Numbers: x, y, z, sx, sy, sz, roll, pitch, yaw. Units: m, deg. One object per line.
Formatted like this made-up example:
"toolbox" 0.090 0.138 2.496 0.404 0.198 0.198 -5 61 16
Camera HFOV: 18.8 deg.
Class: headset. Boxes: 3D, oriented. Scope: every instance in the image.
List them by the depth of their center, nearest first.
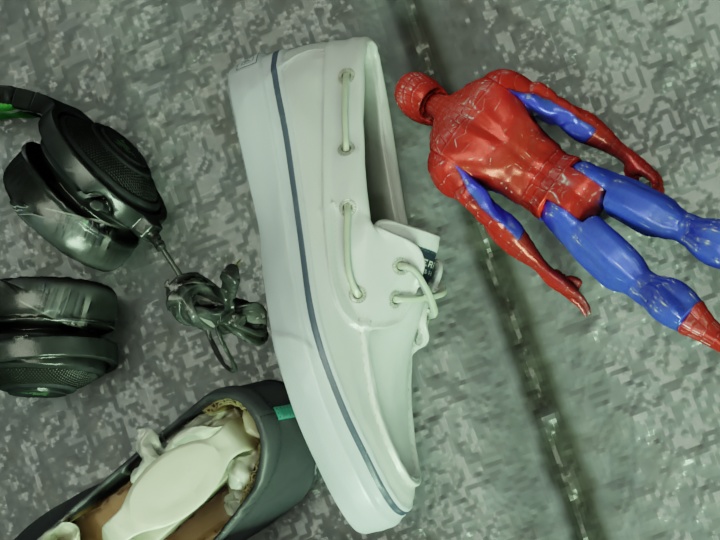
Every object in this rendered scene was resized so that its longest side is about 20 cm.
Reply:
"headset" -0.126 -0.006 0.879 0.199 0.094 0.124 18 89 25

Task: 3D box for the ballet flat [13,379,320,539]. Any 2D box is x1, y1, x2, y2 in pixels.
"ballet flat" -0.101 0.114 0.874 0.200 0.073 0.073 -40 78 7

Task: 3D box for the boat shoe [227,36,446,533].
"boat shoe" 0.000 0.000 0.859 0.067 0.074 0.201 -18 80 13

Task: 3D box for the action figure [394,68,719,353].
"action figure" 0.092 -0.022 0.854 0.200 0.052 0.066 36 88 19
